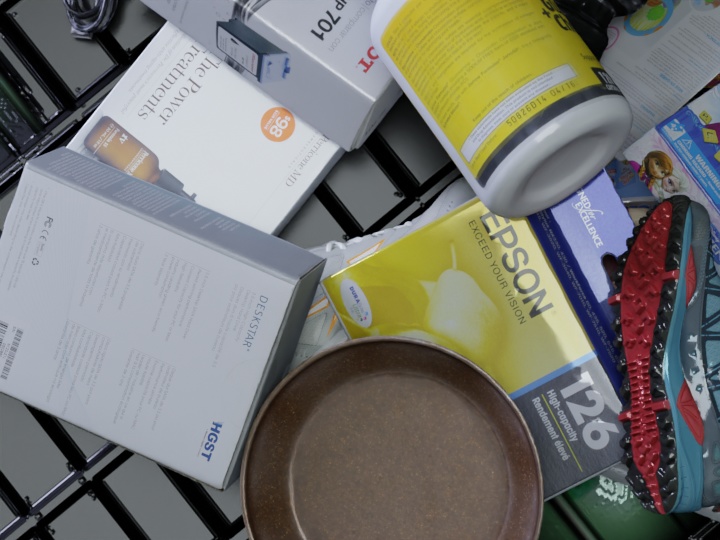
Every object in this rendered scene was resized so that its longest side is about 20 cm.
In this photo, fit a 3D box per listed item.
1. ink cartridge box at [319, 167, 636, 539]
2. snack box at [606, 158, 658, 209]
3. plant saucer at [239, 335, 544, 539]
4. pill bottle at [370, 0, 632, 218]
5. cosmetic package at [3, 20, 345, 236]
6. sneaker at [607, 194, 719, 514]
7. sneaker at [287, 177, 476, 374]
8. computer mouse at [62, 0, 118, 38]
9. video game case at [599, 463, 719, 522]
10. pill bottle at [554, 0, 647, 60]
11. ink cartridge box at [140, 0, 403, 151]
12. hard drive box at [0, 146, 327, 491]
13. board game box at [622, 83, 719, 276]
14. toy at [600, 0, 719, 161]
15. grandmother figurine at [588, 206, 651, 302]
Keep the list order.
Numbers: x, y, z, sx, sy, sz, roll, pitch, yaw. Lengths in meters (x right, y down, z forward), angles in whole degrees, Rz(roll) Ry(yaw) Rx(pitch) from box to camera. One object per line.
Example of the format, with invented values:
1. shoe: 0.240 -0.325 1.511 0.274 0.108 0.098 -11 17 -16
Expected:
1. ink cartridge box: 0.105 0.048 1.621 0.199 0.047 0.199 -29 87 13
2. snack box: 0.195 -0.075 1.709 0.198 0.024 0.072 -3 66 2
3. plant saucer: 0.022 0.141 1.605 0.199 0.037 0.202 1 95 12
4. pill bottle: 0.076 -0.141 1.576 0.112 0.112 0.201 -34 71 -1
5. cosmetic package: -0.125 -0.059 1.716 0.151 0.052 0.200 38 88 2
6. sneaker: 0.215 0.053 1.582 0.095 0.079 0.202 2 86 -27
7. sneaker: 0.000 0.000 1.697 0.092 0.076 0.200 43 87 9
8. computer mouse: -0.259 -0.245 1.737 0.199 0.053 0.140 11 87 -8
9. video game case: 0.219 0.065 1.676 0.199 0.024 0.183 21 68 7
10. pill bottle: 0.163 -0.244 1.690 0.111 0.112 0.201 25 87 3
11. ink cartridge box: -0.039 -0.202 1.685 0.199 0.086 0.147 35 64 4
12. hard drive box: -0.144 0.031 1.641 0.199 0.077 0.157 24 106 8
13. board game box: 0.299 -0.045 1.649 0.199 0.041 0.200 -33 85 -40
14. toy: 0.228 -0.157 1.701 0.200 0.047 0.115 -45 41 0
15. grandmother figurine: 0.168 0.012 1.657 0.199 0.061 0.122 25 77 12
